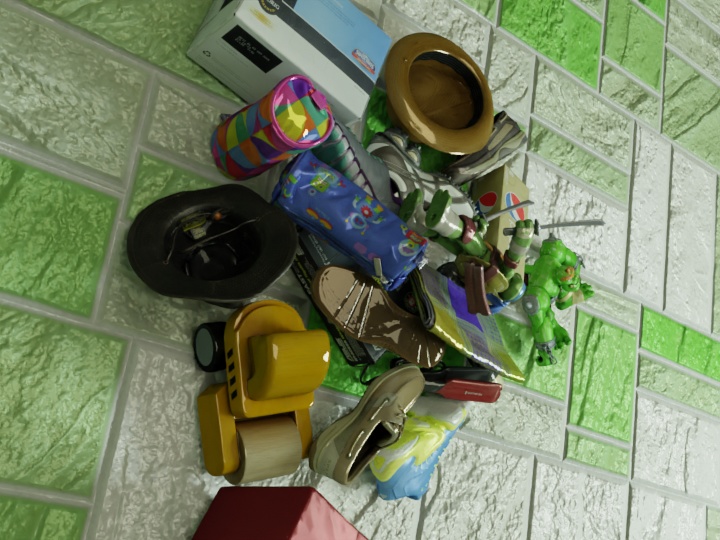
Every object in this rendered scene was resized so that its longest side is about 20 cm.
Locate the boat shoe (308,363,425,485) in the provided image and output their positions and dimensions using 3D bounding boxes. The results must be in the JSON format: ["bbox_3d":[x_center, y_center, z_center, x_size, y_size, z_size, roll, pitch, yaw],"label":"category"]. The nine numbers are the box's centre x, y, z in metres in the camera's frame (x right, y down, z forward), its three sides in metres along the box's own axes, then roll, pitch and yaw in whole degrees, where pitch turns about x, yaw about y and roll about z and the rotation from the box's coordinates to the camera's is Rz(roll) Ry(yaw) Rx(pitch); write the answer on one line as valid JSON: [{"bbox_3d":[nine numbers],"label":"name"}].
[{"bbox_3d":[0.023,0.187,1.074,0.199,0.064,0.073,-36,135,-39],"label":"boat shoe"}]

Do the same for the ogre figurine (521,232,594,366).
[{"bbox_3d":[0.294,0.035,1.361,0.201,0.098,0.120,-50,130,-16],"label":"ogre figurine"}]

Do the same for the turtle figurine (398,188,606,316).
[{"bbox_3d":[0.159,-0.060,1.122,0.193,0.201,0.145,28,23,-29],"label":"turtle figurine"}]

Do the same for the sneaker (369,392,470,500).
[{"bbox_3d":[0.077,0.236,1.178,0.199,0.075,0.107,-22,120,-45],"label":"sneaker"}]

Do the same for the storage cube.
[{"bbox_3d":[-0.091,0.351,0.937,0.171,0.199,0.181,47,53,-25],"label":"storage cube"}]

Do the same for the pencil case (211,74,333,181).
[{"bbox_3d":[-0.106,-0.162,1.025,0.087,0.199,0.090,2,85,-29],"label":"pencil case"}]

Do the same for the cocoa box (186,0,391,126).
[{"bbox_3d":[-0.085,-0.278,1.096,0.199,0.133,0.133,35,62,-27],"label":"cocoa box"}]

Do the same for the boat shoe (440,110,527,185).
[{"bbox_3d":[0.174,-0.185,1.327,0.199,0.074,0.074,-35,93,-45],"label":"boat shoe"}]

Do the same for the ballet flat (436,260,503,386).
[{"bbox_3d":[0.161,0.082,1.258,0.056,0.066,0.202,-25,96,-1],"label":"ballet flat"}]

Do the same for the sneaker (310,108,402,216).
[{"bbox_3d":[-0.013,-0.134,1.100,0.088,0.074,0.202,-48,117,-43],"label":"sneaker"}]

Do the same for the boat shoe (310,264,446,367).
[{"bbox_3d":[0.014,0.059,1.086,0.199,0.062,0.074,36,78,-23],"label":"boat shoe"}]

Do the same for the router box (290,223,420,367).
[{"bbox_3d":[0.000,0.000,1.155,0.150,0.062,0.201,-41,106,-34],"label":"router box"}]

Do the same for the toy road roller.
[{"bbox_3d":[-0.102,0.135,0.998,0.122,0.145,0.203,-2,83,-37],"label":"toy road roller"}]

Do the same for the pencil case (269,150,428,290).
[{"bbox_3d":[-0.014,-0.055,1.035,0.199,0.078,0.087,37,43,0],"label":"pencil case"}]

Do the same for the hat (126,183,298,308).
[{"bbox_3d":[-0.164,-0.009,0.996,0.200,0.199,0.082,-40,145,-35],"label":"hat"}]

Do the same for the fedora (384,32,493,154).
[{"bbox_3d":[0.100,-0.239,1.259,0.198,0.082,0.204,13,66,-31],"label":"fedora"}]

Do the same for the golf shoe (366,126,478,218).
[{"bbox_3d":[0.078,-0.102,1.232,0.199,0.078,0.095,40,69,-10],"label":"golf shoe"}]

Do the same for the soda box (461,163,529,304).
[{"bbox_3d":[0.197,-0.054,1.282,0.068,0.064,0.202,39,43,-29],"label":"soda box"}]

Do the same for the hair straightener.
[{"bbox_3d":[0.091,0.142,1.201,0.197,0.077,0.041,3,123,-17],"label":"hair straightener"}]

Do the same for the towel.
[{"bbox_3d":[0.132,0.061,1.149,0.199,0.023,0.145,34,26,-34],"label":"towel"}]
